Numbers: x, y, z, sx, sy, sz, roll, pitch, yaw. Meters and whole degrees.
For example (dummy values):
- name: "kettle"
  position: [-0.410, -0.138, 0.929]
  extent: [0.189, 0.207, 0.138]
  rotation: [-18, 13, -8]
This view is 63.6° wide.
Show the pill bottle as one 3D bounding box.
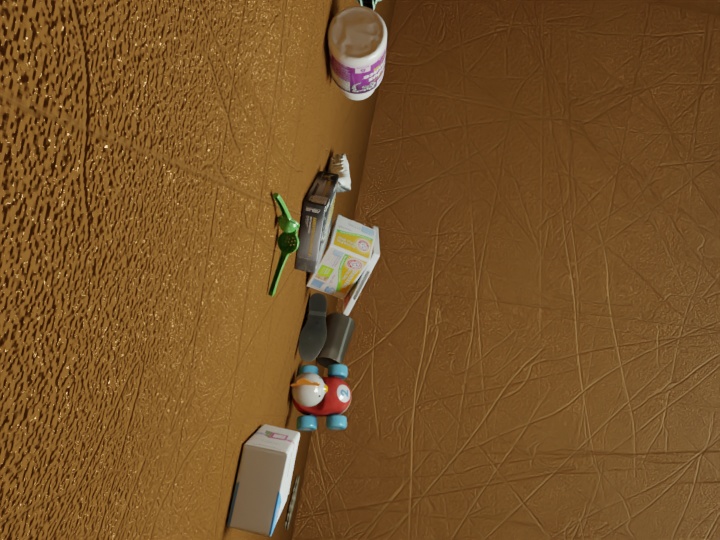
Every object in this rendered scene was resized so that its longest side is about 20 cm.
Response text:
- name: "pill bottle"
  position: [-0.006, -0.415, 1.142]
  extent: [0.200, 0.111, 0.113]
  rotation: [89, 12, -83]

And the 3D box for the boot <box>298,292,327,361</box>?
- name: "boot"
  position: [-0.134, 0.170, 1.644]
  extent: [0.076, 0.073, 0.202]
  rotation: [119, -17, -59]

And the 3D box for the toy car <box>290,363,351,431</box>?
- name: "toy car"
  position: [-0.124, 0.345, 1.658]
  extent: [0.200, 0.175, 0.186]
  rotation: [70, 18, -63]

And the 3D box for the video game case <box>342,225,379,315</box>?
- name: "video game case"
  position: [0.000, 0.000, 1.518]
  extent: [0.143, 0.017, 0.201]
  rotation: [-90, -156, -57]

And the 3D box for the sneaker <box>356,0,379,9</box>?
- name: "sneaker"
  position: [0.016, -0.605, 1.258]
  extent: [0.200, 0.073, 0.119]
  rotation: [14, 80, -79]

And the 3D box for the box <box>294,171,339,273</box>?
- name: "box"
  position: [-0.094, -0.111, 1.281]
  extent: [0.200, 0.048, 0.160]
  rotation: [-77, 177, -62]

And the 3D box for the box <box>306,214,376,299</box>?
- name: "box"
  position: [-0.050, -0.030, 1.477]
  extent: [0.200, 0.112, 0.102]
  rotation: [124, -17, -52]

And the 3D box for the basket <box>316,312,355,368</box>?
- name: "basket"
  position: [-0.112, 0.312, 2.516]
  extent: [0.181, 0.135, 0.201]
  rotation: [109, -2, -56]

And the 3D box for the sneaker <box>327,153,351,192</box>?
- name: "sneaker"
  position: [-0.061, -0.248, 1.479]
  extent: [0.200, 0.074, 0.088]
  rotation: [-96, -176, -71]

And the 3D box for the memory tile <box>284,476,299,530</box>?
- name: "memory tile"
  position: [-0.306, 1.037, 2.596]
  extent: [0.200, 0.017, 0.155]
  rotation: [-78, 179, -67]

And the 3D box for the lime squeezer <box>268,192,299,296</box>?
- name: "lime squeezer"
  position: [-0.125, -0.055, 0.921]
  extent: [0.070, 0.038, 0.201]
  rotation: [-36, 149, -40]

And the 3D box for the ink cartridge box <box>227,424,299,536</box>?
- name: "ink cartridge box"
  position: [-0.176, 0.384, 1.092]
  extent: [0.200, 0.084, 0.146]
  rotation: [76, 25, -84]
